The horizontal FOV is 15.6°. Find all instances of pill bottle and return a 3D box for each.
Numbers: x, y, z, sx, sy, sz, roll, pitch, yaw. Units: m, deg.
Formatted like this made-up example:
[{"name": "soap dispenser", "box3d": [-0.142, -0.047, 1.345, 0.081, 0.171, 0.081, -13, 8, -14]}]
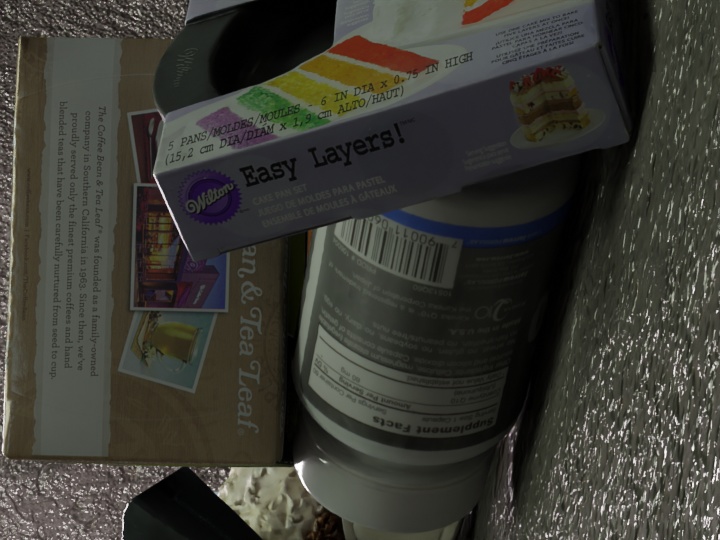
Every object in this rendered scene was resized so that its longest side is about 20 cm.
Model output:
[{"name": "pill bottle", "box3d": [0.029, 0.016, 1.208, 0.114, 0.113, 0.201, -86, 5, -53]}]

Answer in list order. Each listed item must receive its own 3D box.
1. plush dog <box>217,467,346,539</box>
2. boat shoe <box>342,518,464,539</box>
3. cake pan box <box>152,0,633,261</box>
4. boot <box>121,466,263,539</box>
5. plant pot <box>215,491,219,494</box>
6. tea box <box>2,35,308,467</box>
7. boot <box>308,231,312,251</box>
[{"name": "plush dog", "box3d": [-0.052, 0.173, 1.490, 0.200, 0.160, 0.172, 51, 128, 49]}, {"name": "boat shoe", "box3d": [0.030, 0.089, 1.430, 0.060, 0.071, 0.201, 65, -157, -62]}, {"name": "cake pan box", "box3d": [0.012, -0.092, 1.109, 0.184, 0.199, 0.052, -82, -27, -58]}, {"name": "boot", "box3d": [-0.053, 0.220, 1.387, 0.066, 0.200, 0.165, -29, -33, -48]}, {"name": "plant pot", "box3d": [-0.137, 0.363, 2.696, 0.196, 0.199, 0.201, 91, -176, -53]}, {"name": "tea box", "box3d": [-0.095, -0.003, 1.303, 0.197, 0.133, 0.201, 77, -166, -85]}, {"name": "boot", "box3d": [-0.015, -0.069, 1.456, 0.155, 0.076, 0.201, 115, 170, -61]}]
